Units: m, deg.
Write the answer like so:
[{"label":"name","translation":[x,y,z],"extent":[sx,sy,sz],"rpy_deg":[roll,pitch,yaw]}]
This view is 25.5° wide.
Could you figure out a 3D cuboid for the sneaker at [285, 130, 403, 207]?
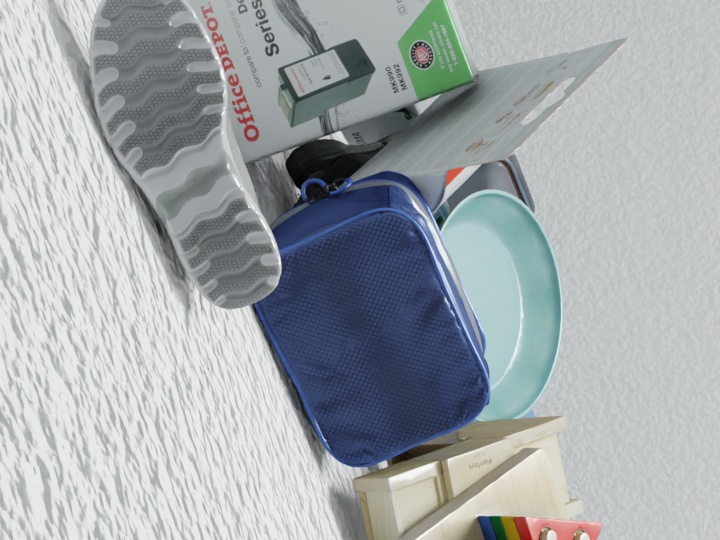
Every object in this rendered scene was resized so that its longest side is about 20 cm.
[{"label":"sneaker","translation":[0.010,-0.064,1.380],"extent":[0.104,0.200,0.060],"rpy_deg":[59,-42,29]}]

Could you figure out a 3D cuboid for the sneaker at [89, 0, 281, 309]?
[{"label":"sneaker","translation":[-0.109,-0.075,0.927],"extent":[0.082,0.075,0.200],"rpy_deg":[-129,-159,-66]}]

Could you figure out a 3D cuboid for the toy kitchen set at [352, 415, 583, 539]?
[{"label":"toy kitchen set","translation":[0.050,0.218,1.243],"extent":[0.200,0.180,0.163],"rpy_deg":[-12,92,-43]}]

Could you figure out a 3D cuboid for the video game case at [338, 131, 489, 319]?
[{"label":"video game case","translation":[0.020,0.010,1.309],"extent":[0.200,0.024,0.182],"rpy_deg":[-44,120,-41]}]

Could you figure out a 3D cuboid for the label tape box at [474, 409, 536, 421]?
[{"label":"label tape box","translation":[0.115,0.150,1.754],"extent":[0.144,0.063,0.200],"rpy_deg":[61,24,5]}]

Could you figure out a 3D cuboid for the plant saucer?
[{"label":"plant saucer","translation":[0.105,0.032,1.359],"extent":[0.200,0.036,0.200],"rpy_deg":[4,84,-49]}]

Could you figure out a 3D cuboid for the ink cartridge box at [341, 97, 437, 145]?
[{"label":"ink cartridge box","translation":[-0.021,-0.162,1.450],"extent":[0.200,0.173,0.044],"rpy_deg":[55,43,-62]}]

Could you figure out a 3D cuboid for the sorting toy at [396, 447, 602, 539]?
[{"label":"sorting toy","translation":[0.115,0.257,1.129],"extent":[0.199,0.070,0.200],"rpy_deg":[-29,103,-41]}]

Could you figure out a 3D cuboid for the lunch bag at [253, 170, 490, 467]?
[{"label":"lunch bag","translation":[0.006,0.024,1.164],"extent":[0.132,0.136,0.200],"rpy_deg":[-83,150,-75]}]

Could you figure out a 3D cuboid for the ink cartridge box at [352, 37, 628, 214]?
[{"label":"ink cartridge box","translation":[0.101,-0.103,1.220],"extent":[0.200,0.163,0.057],"rpy_deg":[1,-51,52]}]

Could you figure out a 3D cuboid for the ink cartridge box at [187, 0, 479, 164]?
[{"label":"ink cartridge box","translation":[-0.024,-0.184,1.258],"extent":[0.084,0.200,0.146],"rpy_deg":[-53,123,-78]}]

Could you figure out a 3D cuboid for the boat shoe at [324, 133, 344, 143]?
[{"label":"boat shoe","translation":[-0.012,-0.091,1.603],"extent":[0.072,0.066,0.200],"rpy_deg":[40,31,-75]}]

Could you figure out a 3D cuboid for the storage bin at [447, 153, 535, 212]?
[{"label":"storage bin","translation":[0.082,-0.024,1.689],"extent":[0.134,0.200,0.146],"rpy_deg":[-84,155,-49]}]
